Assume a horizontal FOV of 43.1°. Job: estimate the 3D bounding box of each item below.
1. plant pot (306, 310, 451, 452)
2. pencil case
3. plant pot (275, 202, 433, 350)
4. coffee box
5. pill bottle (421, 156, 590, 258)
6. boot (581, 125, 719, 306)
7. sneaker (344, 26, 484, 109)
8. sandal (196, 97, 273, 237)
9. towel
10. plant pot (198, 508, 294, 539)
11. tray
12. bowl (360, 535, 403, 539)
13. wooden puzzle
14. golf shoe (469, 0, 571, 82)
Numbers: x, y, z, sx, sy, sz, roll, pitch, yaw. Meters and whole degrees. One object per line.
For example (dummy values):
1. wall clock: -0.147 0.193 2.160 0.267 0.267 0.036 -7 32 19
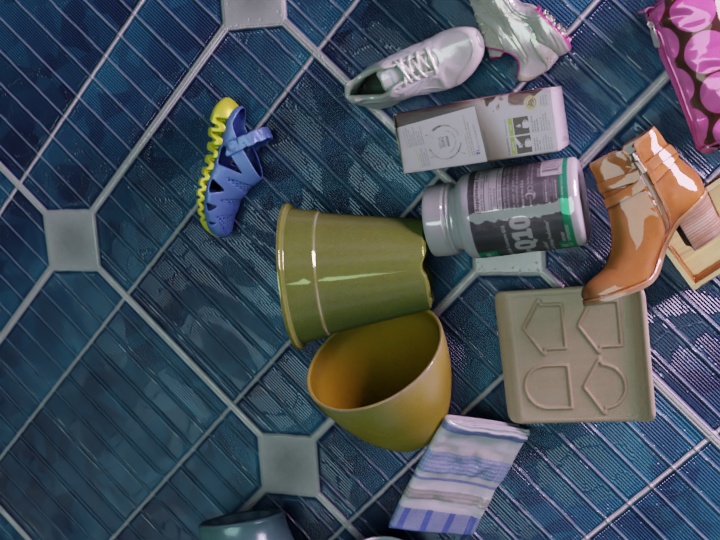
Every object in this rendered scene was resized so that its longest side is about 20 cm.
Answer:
1. plant pot: 0.045 0.165 1.249 0.199 0.200 0.142 -15 123 21
2. pencil case: 0.405 -0.237 1.077 0.093 0.091 0.201 -24 91 -13
3. plant pot: 0.000 0.000 1.231 0.189 0.200 0.201 -5 100 7
4. coffee box: 0.155 -0.179 1.161 0.199 0.113 0.080 -7 99 20
5. pill bottle: 0.187 -0.076 1.173 0.199 0.113 0.114 -7 99 21
6. boot: 0.317 -0.063 1.100 0.200 0.074 0.155 -35 95 -2
7. sneaker: 0.068 -0.254 1.180 0.200 0.080 0.071 -20 94 31
8. sandal: -0.180 -0.141 1.308 0.087 0.079 0.201 15 108 11
9. towel: 0.138 0.289 1.271 0.146 0.024 0.201 14 113 -28
10. plant pot: -0.167 0.466 1.382 0.199 0.200 0.189 -10 83 21
11. tray: 0.465 -0.073 1.118 0.200 0.037 0.099 -37 88 21
12. bowl: 0.001 0.480 1.334 0.105 0.200 0.202 -5 103 61
13. wooden puzzle: 0.286 0.110 1.218 0.199 0.046 0.186 -4 100 25
14. golf shoe: 0.170 -0.322 1.148 0.200 0.075 0.092 45 115 7
